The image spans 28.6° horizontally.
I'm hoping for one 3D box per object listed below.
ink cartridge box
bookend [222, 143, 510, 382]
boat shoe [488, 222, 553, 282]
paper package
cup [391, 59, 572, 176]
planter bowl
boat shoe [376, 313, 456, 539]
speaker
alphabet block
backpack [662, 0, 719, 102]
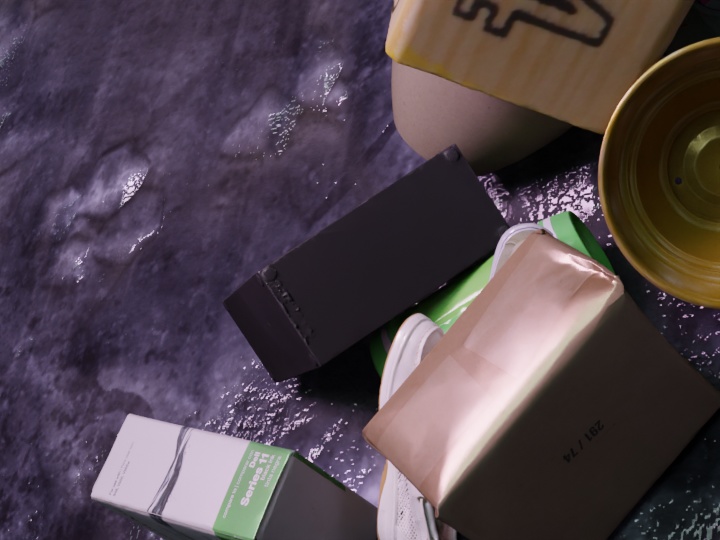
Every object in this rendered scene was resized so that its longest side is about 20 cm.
[{"bbox_3d":[-0.103,0.196,1.177,0.200,0.147,0.083,6,66,39],"label":"ink cartridge box"},{"bbox_3d":[0.000,0.000,1.212,0.200,0.092,0.199,-33,1,-15],"label":"bookend"},{"bbox_3d":[0.112,0.063,1.087,0.072,0.062,0.200,7,106,8],"label":"boat shoe"},{"bbox_3d":[0.135,0.105,1.015,0.200,0.191,0.103,-49,42,0],"label":"paper package"},{"bbox_3d":[0.105,-0.168,1.236,0.143,0.200,0.200,-58,38,32],"label":"cup"},{"bbox_3d":[0.280,-0.076,1.065,0.200,0.083,0.201,1,99,9],"label":"planter bowl"},{"bbox_3d":[0.058,0.133,1.102,0.069,0.071,0.200,12,110,33],"label":"boat shoe"},{"bbox_3d":[0.108,0.035,1.158,0.200,0.088,0.089,-34,47,17],"label":"speaker"},{"bbox_3d":[0.146,-0.257,1.066,0.196,0.196,0.200,-78,10,-47],"label":"alphabet block"},{"bbox_3d":[0.324,-0.218,1.107,0.200,0.153,0.176,-29,51,32],"label":"backpack"}]
